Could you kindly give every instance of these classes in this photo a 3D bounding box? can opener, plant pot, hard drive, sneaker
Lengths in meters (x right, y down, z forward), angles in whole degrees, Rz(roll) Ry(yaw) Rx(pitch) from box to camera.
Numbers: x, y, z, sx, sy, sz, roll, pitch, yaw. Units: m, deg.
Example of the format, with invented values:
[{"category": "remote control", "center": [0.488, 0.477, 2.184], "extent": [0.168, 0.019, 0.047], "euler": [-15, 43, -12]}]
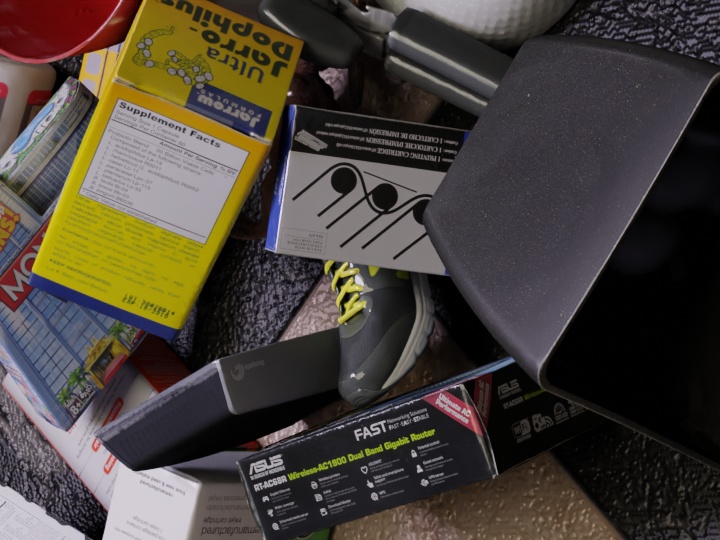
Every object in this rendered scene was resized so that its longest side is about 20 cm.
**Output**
[{"category": "can opener", "center": [0.030, -0.137, 1.636], "extent": [0.200, 0.053, 0.067], "euler": [24, 64, 9]}, {"category": "plant pot", "center": [0.158, -0.028, 1.470], "extent": [0.177, 0.199, 0.200], "euler": [35, 97, 46]}, {"category": "hard drive", "center": [-0.069, 0.082, 1.665], "extent": [0.135, 0.200, 0.042], "euler": [-31, 80, 34]}, {"category": "sneaker", "center": [0.000, 0.000, 1.639], "extent": [0.074, 0.085, 0.200], "euler": [-37, 33, 42]}]

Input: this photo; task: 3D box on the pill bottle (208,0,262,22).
[{"category": "pill bottle", "center": [-0.096, -0.275, 1.770], "extent": [0.116, 0.116, 0.200], "euler": [-1, 85, 41]}]

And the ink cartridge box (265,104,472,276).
[{"category": "ink cartridge box", "center": [0.046, -0.045, 1.584], "extent": [0.044, 0.200, 0.094], "euler": [-162, 79, -78]}]

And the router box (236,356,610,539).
[{"category": "router box", "center": [0.043, 0.106, 1.590], "extent": [0.200, 0.150, 0.062], "euler": [-21, 88, 38]}]

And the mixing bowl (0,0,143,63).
[{"category": "mixing bowl", "center": [-0.172, -0.233, 1.684], "extent": [0.200, 0.108, 0.200], "euler": [-4, 85, 42]}]

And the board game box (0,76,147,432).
[{"category": "board game box", "center": [-0.223, -0.027, 1.756], "extent": [0.200, 0.200, 0.062], "euler": [-52, 27, -10]}]

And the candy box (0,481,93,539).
[{"category": "candy box", "center": [-0.233, 0.237, 1.812], "extent": [0.200, 0.168, 0.072], "euler": [24, 61, 40]}]

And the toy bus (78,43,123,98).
[{"category": "toy bus", "center": [-0.164, -0.142, 1.851], "extent": [0.078, 0.065, 0.200], "euler": [19, 99, 41]}]

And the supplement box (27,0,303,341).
[{"category": "supplement box", "center": [-0.128, -0.069, 1.631], "extent": [0.110, 0.109, 0.200], "euler": [-76, 12, -46]}]

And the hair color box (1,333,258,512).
[{"category": "hair color box", "center": [-0.172, 0.106, 1.841], "extent": [0.200, 0.061, 0.102], "euler": [46, 114, 34]}]

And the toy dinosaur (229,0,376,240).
[{"category": "toy dinosaur", "center": [-0.033, -0.094, 1.715], "extent": [0.135, 0.086, 0.200], "euler": [-20, 82, 37]}]

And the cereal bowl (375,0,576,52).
[{"category": "cereal bowl", "center": [0.065, -0.247, 1.651], "extent": [0.200, 0.083, 0.200], "euler": [-5, 83, 41]}]

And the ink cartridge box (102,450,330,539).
[{"category": "ink cartridge box", "center": [-0.109, 0.229, 1.720], "extent": [0.084, 0.145, 0.200], "euler": [19, 99, 40]}]

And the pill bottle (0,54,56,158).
[{"category": "pill bottle", "center": [-0.314, -0.078, 1.946], "extent": [0.111, 0.111, 0.200], "euler": [25, 102, 39]}]
